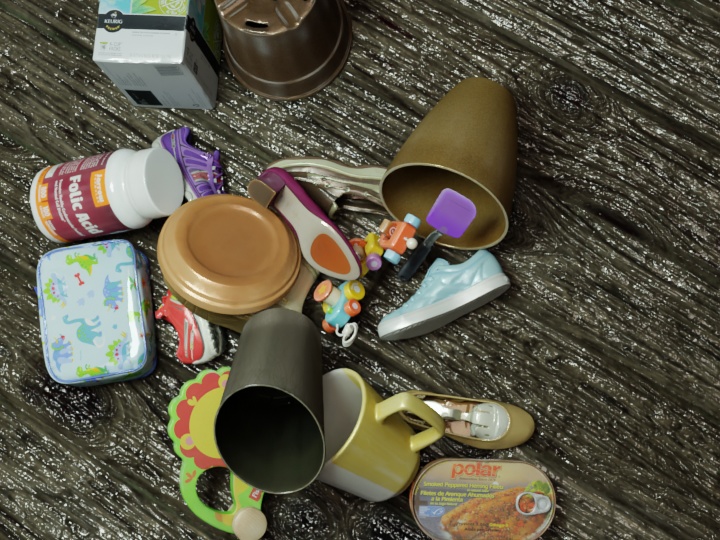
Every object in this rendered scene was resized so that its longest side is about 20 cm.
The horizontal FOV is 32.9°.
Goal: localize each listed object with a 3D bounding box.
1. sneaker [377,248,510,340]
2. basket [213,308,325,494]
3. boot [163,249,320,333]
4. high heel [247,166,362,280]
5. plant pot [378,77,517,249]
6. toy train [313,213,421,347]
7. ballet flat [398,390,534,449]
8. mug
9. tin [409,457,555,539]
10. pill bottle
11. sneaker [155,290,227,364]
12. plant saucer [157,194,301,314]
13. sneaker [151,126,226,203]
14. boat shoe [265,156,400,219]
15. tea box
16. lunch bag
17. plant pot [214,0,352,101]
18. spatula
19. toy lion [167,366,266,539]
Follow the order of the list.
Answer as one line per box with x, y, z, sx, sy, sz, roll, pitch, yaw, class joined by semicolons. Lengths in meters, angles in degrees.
0.107;0.031;1.714;0.198;0.074;0.082;-23;70;-8;sneaker
-0.109;0.154;1.577;0.135;0.201;0.182;-10;123;8;basket
-0.160;0.003;1.708;0.198;0.073;0.156;25;56;-2;boot
-0.063;-0.070;1.681;0.200;0.096;0.067;46;116;2;high heel
0.146;-0.164;1.697;0.185;0.187;0.201;19;62;9;plant pot
0.000;0.000;1.687;0.055;0.150;0.201;32;88;-19;toy train
0.141;0.205;1.676;0.198;0.063;0.069;6;79;7;ballet flat
0.011;0.235;1.619;0.153;0.186;0.150;38;73;-32;mug
0.163;0.309;1.644;0.198;0.042;0.113;4;92;-8;tin
-0.358;-0.109;1.729;0.198;0.114;0.115;-10;77;26;pill bottle
-0.258;0.038;1.745;0.084;0.077;0.202;-20;76;11;sneaker
-0.176;-0.031;1.662;0.198;0.038;0.202;8;51;-10;plant saucer
-0.225;-0.129;1.771;0.083;0.081;0.201;-35;77;-7;sneaker
-0.041;-0.113;1.744;0.200;0.075;0.076;4;67;7;boat shoe
-0.284;-0.358;1.756;0.132;0.200;0.199;2;80;7;tea box
-0.379;0.062;1.746;0.159;0.082;0.202;-10;78;3;lunch bag
-0.118;-0.371;1.743;0.198;0.198;0.203;-1;78;5;plant pot
0.097;-0.040;1.676;0.056;0.200;0.021;28;52;-6;spatula
-0.183;0.242;1.665;0.191;0.069;0.201;29;81;-13;toy lion
